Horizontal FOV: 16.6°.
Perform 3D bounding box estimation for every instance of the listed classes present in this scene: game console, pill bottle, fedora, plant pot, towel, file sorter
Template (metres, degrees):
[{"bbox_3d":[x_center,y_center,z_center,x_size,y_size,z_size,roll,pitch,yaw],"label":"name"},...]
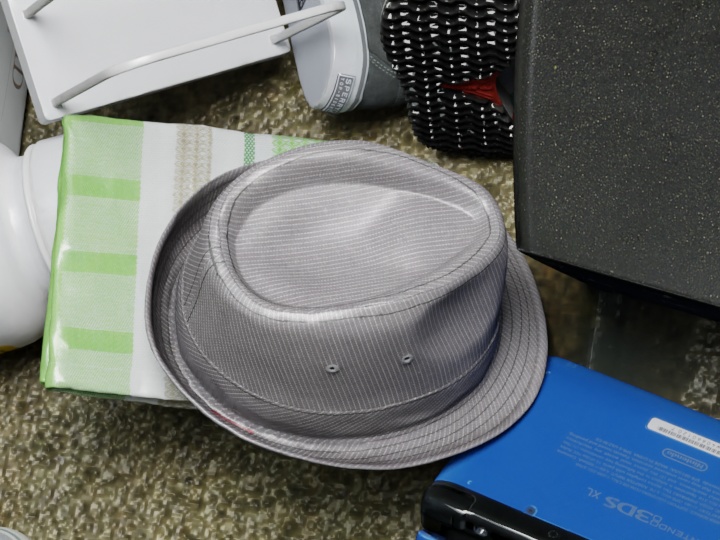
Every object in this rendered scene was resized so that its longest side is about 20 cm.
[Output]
[{"bbox_3d":[0.128,0.160,1.168,0.200,0.119,0.171,22,48,21],"label":"game console"},{"bbox_3d":[-0.226,-0.004,1.272,0.200,0.112,0.113,-16,68,9],"label":"pill bottle"},{"bbox_3d":[0.000,0.000,1.154,0.199,0.090,0.177,-1,60,-12],"label":"fedora"},{"bbox_3d":[0.173,-0.067,1.149,0.199,0.200,0.178,17,90,20],"label":"plant pot"},{"bbox_3d":[-0.055,0.003,1.219,0.199,0.031,0.150,7,68,-13],"label":"towel"},{"bbox_3d":[-0.108,-0.194,1.204,0.139,0.124,0.200,-18,91,-23],"label":"file sorter"}]

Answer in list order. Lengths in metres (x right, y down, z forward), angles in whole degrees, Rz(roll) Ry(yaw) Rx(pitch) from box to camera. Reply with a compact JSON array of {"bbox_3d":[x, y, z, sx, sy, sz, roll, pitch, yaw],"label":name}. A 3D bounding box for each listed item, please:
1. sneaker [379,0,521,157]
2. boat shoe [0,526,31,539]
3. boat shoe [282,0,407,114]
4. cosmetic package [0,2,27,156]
[{"bbox_3d":[0.054,-0.133,1.194,0.070,0.200,0.094,7,68,9],"label":"sneaker"},{"bbox_3d":[-0.257,0.183,1.239,0.200,0.072,0.070,-24,67,7],"label":"boat shoe"},{"bbox_3d":[-0.010,-0.167,1.299,0.056,0.069,0.200,2,60,-21],"label":"boat shoe"},{"bbox_3d":[-0.284,-0.164,1.294,0.166,0.200,0.168,-1,72,17],"label":"cosmetic package"}]
